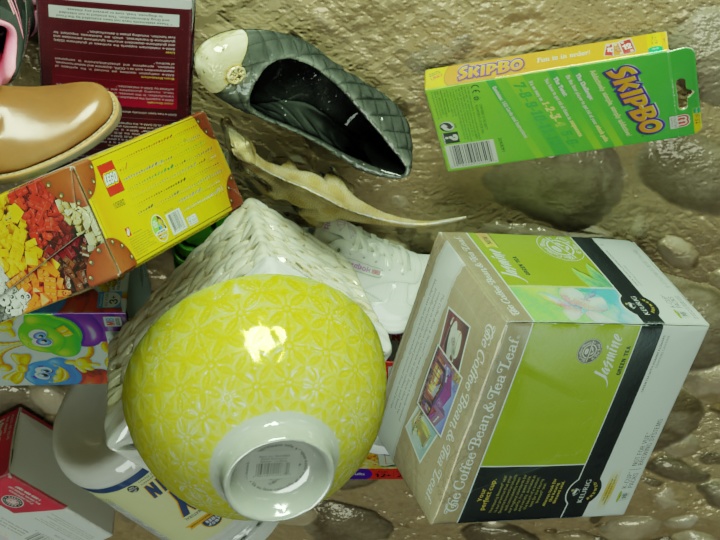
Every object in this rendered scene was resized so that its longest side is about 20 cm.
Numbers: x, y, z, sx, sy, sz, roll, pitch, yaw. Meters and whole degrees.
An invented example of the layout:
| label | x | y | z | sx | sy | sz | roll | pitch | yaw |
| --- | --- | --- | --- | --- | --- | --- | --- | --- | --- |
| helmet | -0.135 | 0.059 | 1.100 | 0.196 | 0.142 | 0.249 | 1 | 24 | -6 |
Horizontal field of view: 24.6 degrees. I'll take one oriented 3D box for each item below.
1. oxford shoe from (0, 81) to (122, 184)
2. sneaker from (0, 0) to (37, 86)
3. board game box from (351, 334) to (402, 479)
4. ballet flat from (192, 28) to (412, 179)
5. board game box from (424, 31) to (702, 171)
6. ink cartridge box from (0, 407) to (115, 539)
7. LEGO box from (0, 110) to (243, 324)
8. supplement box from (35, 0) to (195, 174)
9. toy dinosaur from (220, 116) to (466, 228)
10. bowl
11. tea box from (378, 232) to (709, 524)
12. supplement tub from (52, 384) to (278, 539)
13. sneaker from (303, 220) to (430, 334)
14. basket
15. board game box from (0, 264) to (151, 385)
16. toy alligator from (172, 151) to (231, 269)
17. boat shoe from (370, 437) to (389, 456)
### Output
| label | x | y | z | sx | sy | sz | roll | pitch | yaw |
| --- | --- | --- | --- | --- | --- | --- | --- | --- | --- |
| oxford shoe | -0.261 | -0.102 | 1.114 | 0.199 | 0.072 | 0.072 | -11 | 137 | -9 |
| sneaker | -0.267 | -0.204 | 1.097 | 0.078 | 0.096 | 0.200 | -6 | 141 | 13 |
| board game box | 0.051 | 0.124 | 1.543 | 0.150 | 0.047 | 0.201 | -1 | 141 | 1 |
| ballet flat | -0.035 | -0.124 | 1.205 | 0.199 | 0.057 | 0.067 | 21 | 119 | -36 |
| board game box | 0.154 | -0.127 | 1.244 | 0.199 | 0.030 | 0.096 | -6 | 142 | 12 |
| ink cartridge box | -0.362 | 0.233 | 1.652 | 0.199 | 0.086 | 0.147 | -24 | 136 | 29 |
| LEGO box | -0.192 | -0.033 | 1.128 | 0.148 | 0.200 | 0.078 | -20 | 98 | 23 |
| supplement box | -0.175 | -0.146 | 1.194 | 0.108 | 0.061 | 0.201 | 4 | 141 | -5 |
| toy dinosaur | -0.027 | -0.055 | 1.269 | 0.199 | 0.059 | 0.101 | 22 | 179 | -12 |
| bowl | -0.068 | 0.114 | 1.179 | 0.199 | 0.108 | 0.201 | -7 | 127 | -10 |
| tea box | 0.142 | 0.088 | 1.348 | 0.196 | 0.134 | 0.201 | 2 | 122 | -28 |
| supplement tub | -0.170 | 0.171 | 1.525 | 0.144 | 0.146 | 0.200 | -23 | 136 | 26 |
| sneaker | 0.000 | 0.000 | 1.366 | 0.199 | 0.075 | 0.100 | -3 | 123 | -9 |
| basket | -0.095 | 0.061 | 1.279 | 0.135 | 0.124 | 0.200 | 33 | 112 | -33 |
| board game box | -0.283 | 0.027 | 1.379 | 0.198 | 0.104 | 0.105 | -1 | 142 | 2 |
| toy alligator | -0.128 | -0.027 | 1.344 | 0.054 | 0.060 | 0.201 | 1 | 141 | 0 |
| boat shoe | 0.056 | 0.147 | 1.483 | 0.199 | 0.072 | 0.068 | 2 | 140 | -15 |
